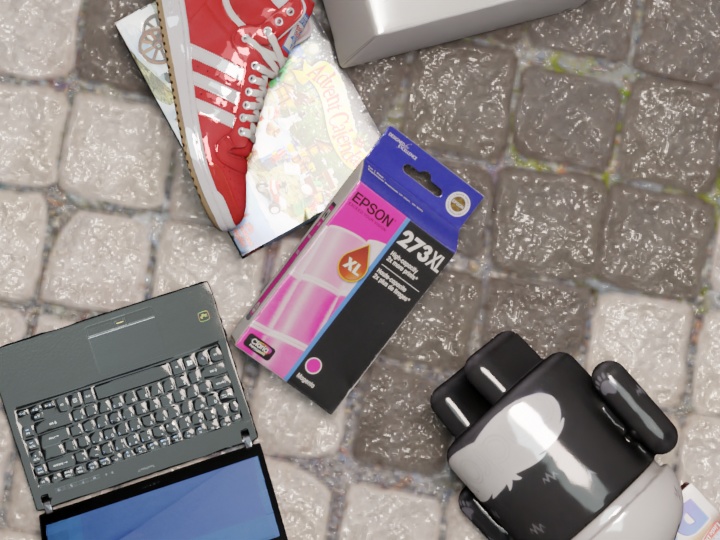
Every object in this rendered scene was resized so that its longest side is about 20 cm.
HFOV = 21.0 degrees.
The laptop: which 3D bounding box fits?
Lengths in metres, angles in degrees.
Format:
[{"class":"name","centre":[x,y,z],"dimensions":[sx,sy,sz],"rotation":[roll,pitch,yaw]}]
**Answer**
[{"class":"laptop","centre":[-0.165,0.127,1.416],"dimensions":[0.177,0.103,0.201],"rotation":[-18,88,-4]}]

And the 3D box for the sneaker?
[{"class":"sneaker","centre":[-0.079,-0.134,1.409],"dimensions":[0.112,0.071,0.201],"rotation":[-11,86,1]}]

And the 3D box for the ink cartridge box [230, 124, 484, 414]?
[{"class":"ink cartridge box","centre":[0.000,0.000,1.442],"dimensions":[0.095,0.037,0.200],"rotation":[36,92,-16]}]

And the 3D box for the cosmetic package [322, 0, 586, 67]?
[{"class":"cosmetic package","centre":[0.062,-0.275,1.418],"dimensions":[0.199,0.123,0.201],"rotation":[-16,90,-14]}]

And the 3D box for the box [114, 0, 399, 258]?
[{"class":"box","centre":[-0.078,-0.129,1.463],"dimensions":[0.136,0.038,0.200],"rotation":[-29,89,-3]}]

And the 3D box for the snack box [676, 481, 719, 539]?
[{"class":"snack box","centre":[0.200,0.254,1.464],"dimensions":[0.200,0.024,0.072],"rotation":[-44,88,-4]}]

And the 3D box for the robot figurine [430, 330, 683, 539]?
[{"class":"robot figurine","centre":[0.145,0.140,1.416],"dimensions":[0.125,0.150,0.200],"rotation":[-40,83,-18]}]
